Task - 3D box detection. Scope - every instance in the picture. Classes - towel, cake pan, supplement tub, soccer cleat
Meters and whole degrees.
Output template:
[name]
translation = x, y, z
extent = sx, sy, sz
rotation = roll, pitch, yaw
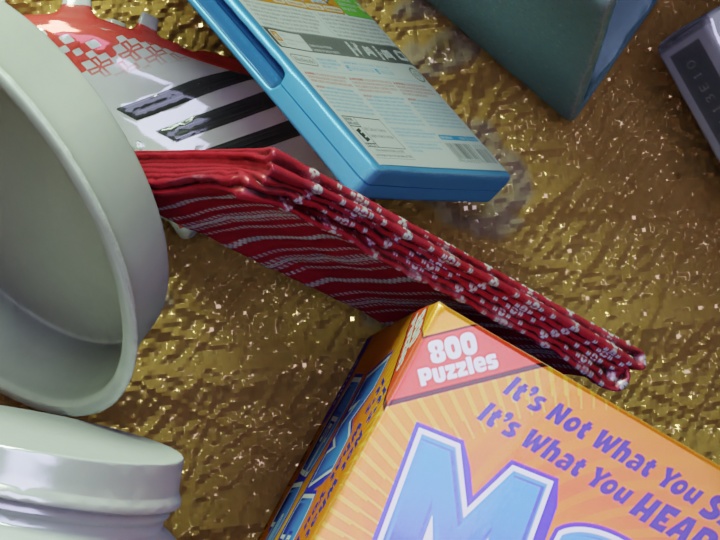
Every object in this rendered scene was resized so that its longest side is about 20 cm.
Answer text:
[towel]
translation = 0.000, 0.000, 1.029
extent = 0.199, 0.144, 0.023
rotation = 28, 78, -30
[cake pan]
translation = -0.151, -0.034, 1.030
extent = 0.037, 0.200, 0.201
rotation = -40, 91, -33
[supplement tub]
translation = -0.145, 0.158, 0.996
extent = 0.143, 0.144, 0.202
rotation = 10, 93, -7
[soccer cleat]
translation = -0.088, -0.060, 1.095
extent = 0.198, 0.069, 0.086
rotation = 12, 74, -11

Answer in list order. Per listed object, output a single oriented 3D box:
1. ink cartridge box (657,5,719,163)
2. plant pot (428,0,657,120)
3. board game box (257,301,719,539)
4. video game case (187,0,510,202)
[ink cartridge box]
translation = 0.247, -0.052, 1.154
extent = 0.173, 0.043, 0.201
rotation = -29, 89, -34
[plant pot]
translation = 0.068, -0.215, 1.075
extent = 0.199, 0.196, 0.196
rotation = 34, 81, 6
[board game box]
translation = 0.053, 0.155, 1.028
extent = 0.199, 0.200, 0.201
rotation = 30, 82, -4
[video game case]
translation = -0.031, -0.106, 1.049
extent = 0.018, 0.143, 0.200
rotation = -45, 74, 18
